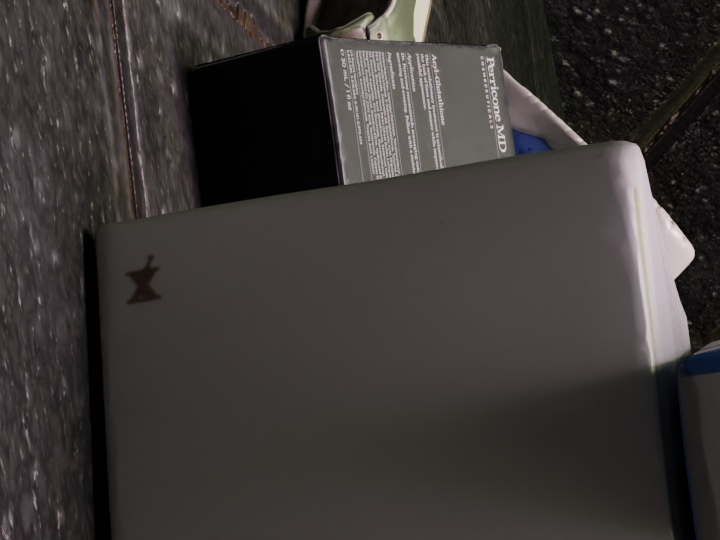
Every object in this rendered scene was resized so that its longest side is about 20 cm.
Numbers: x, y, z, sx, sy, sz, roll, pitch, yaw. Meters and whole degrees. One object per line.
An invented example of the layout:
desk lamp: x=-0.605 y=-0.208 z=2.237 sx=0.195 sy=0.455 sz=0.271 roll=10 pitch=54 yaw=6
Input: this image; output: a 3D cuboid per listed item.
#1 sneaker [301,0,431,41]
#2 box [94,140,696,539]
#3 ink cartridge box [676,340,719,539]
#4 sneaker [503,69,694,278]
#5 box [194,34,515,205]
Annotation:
sneaker: x=-0.001 y=-0.103 z=1.579 sx=0.090 sy=0.067 sz=0.201 roll=34 pitch=52 yaw=-59
box: x=0.023 y=0.086 z=1.044 sx=0.171 sy=0.198 sz=0.201 roll=63 pitch=20 yaw=-64
ink cartridge box: x=0.190 y=0.057 z=1.019 sx=0.200 sy=0.145 sz=0.085 roll=-7 pitch=88 yaw=-81
sneaker: x=0.063 y=-0.025 z=1.415 sx=0.200 sy=0.111 sz=0.077 roll=44 pitch=-2 yaw=41
box: x=0.009 y=0.003 z=1.285 sx=0.141 sy=0.079 sz=0.201 roll=-3 pitch=84 yaw=-52
